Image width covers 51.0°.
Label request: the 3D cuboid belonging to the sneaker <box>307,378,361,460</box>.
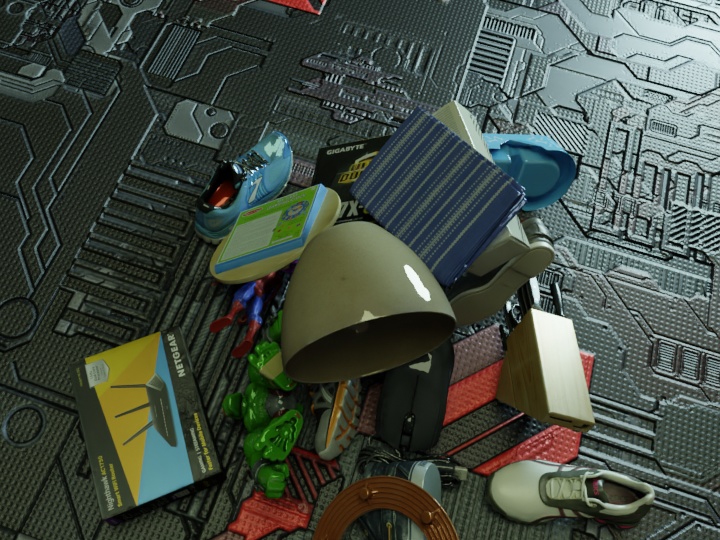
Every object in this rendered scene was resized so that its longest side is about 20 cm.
[{"bbox_3d":[-0.040,0.142,0.965,0.075,0.079,0.204,0,57,13],"label":"sneaker"}]

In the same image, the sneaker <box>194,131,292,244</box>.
[{"bbox_3d":[-0.165,-0.131,1.091,0.077,0.091,0.201,29,64,14],"label":"sneaker"}]

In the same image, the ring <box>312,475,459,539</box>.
[{"bbox_3d":[0.023,0.332,0.830,0.196,0.019,0.205,-10,70,28],"label":"ring"}]

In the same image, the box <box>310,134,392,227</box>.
[{"bbox_3d":[0.023,-0.117,1.067,0.195,0.050,0.163,-6,54,22],"label":"box"}]

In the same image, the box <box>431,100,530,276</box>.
[{"bbox_3d":[0.133,-0.103,0.944,0.081,0.068,0.204,-29,65,26],"label":"box"}]

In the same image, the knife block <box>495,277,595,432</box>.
[{"bbox_3d":[0.232,0.090,0.941,0.063,0.200,0.180,13,90,-12],"label":"knife block"}]

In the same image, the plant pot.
[{"bbox_3d":[-0.005,0.027,0.850,0.196,0.201,0.137,-13,67,-9],"label":"plant pot"}]

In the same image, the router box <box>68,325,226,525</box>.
[{"bbox_3d":[-0.264,0.188,0.935,0.146,0.051,0.203,-20,64,-11],"label":"router box"}]

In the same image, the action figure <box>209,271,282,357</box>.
[{"bbox_3d":[-0.161,0.046,0.996,0.066,0.098,0.201,51,26,-17],"label":"action figure"}]

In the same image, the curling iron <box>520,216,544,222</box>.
[{"bbox_3d":[0.181,-0.056,1.082,0.195,0.049,0.026,-8,94,-15],"label":"curling iron"}]

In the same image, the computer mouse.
[{"bbox_3d":[0.071,0.161,0.929,0.135,0.053,0.205,6,82,5],"label":"computer mouse"}]

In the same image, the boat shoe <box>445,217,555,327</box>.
[{"bbox_3d":[0.175,0.007,0.995,0.066,0.199,0.058,26,41,-28],"label":"boat shoe"}]

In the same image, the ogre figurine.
[{"bbox_3d":[-0.110,0.164,0.907,0.096,0.120,0.204,-12,78,-25],"label":"ogre figurine"}]

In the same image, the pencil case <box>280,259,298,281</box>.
[{"bbox_3d":[0.000,0.000,0.982,0.196,0.092,0.087,-8,66,30],"label":"pencil case"}]

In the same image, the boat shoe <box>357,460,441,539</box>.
[{"bbox_3d":[0.044,0.324,0.873,0.089,0.070,0.205,-6,74,31],"label":"boat shoe"}]

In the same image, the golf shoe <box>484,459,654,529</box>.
[{"bbox_3d":[0.248,0.259,0.900,0.195,0.089,0.079,3,62,1],"label":"golf shoe"}]

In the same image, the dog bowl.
[{"bbox_3d":[0.214,-0.146,1.102,0.195,0.113,0.050,-1,45,-13],"label":"dog bowl"}]

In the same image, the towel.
[{"bbox_3d":[0.089,-0.092,0.909,0.145,0.024,0.200,-48,57,7],"label":"towel"}]

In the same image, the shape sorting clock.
[{"bbox_3d":[-0.113,-0.048,1.008,0.196,0.040,0.202,-23,33,15],"label":"shape sorting clock"}]
